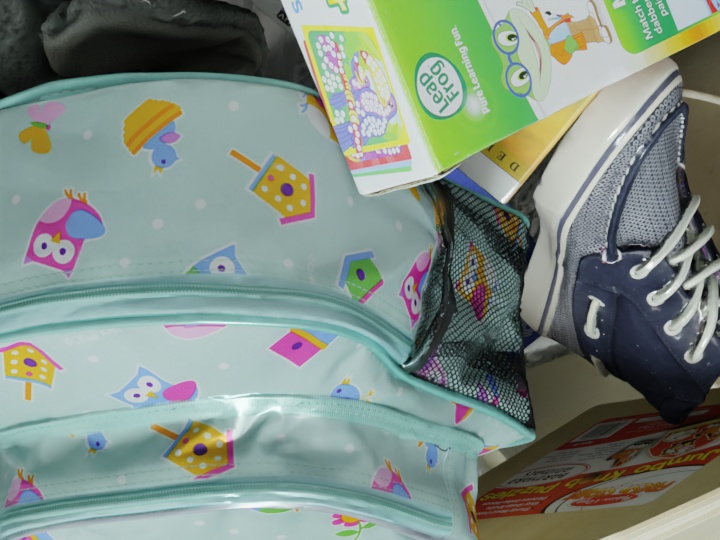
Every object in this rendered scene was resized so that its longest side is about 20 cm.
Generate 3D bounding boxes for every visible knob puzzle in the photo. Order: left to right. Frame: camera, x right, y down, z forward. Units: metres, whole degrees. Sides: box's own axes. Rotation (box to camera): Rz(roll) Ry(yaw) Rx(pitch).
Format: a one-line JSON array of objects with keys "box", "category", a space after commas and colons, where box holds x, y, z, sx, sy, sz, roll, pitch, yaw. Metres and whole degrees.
[{"box": [0.097, 0.099, 0.978, 0.219, 0.220, 0.031, -24, 98, -16], "category": "knob puzzle"}]

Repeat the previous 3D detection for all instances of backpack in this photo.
[{"box": [-0.052, 0.022, 0.766, 0.175, 0.154, 0.200, -9, 152, 26], "category": "backpack"}]

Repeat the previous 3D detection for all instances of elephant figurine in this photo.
[{"box": [-0.095, -0.105, 0.785, 0.200, 0.155, 0.142, 107, 7, -51], "category": "elephant figurine"}]

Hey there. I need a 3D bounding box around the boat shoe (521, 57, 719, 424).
[{"box": [0.120, -0.009, 0.942, 0.075, 0.093, 0.200, -48, 166, -17], "category": "boat shoe"}]

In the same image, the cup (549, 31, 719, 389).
[{"box": [0.201, -0.046, 1.018, 0.143, 0.200, 0.201, -49, 148, -27], "category": "cup"}]

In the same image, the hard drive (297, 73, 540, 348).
[{"box": [0.000, 0.000, 0.994, 0.132, 0.025, 0.200, -37, 141, 2], "category": "hard drive"}]

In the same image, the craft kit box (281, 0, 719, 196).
[{"box": [0.045, -0.150, 0.732, 0.197, 0.201, 0.048, -27, -172, -37], "category": "craft kit box"}]

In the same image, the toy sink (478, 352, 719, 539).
[{"box": [0.095, 0.122, 1.149, 0.199, 0.112, 0.131, -19, 139, -28], "category": "toy sink"}]

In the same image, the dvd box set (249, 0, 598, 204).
[{"box": [0.057, -0.144, 0.838, 0.146, 0.029, 0.200, 39, 104, -6], "category": "dvd box set"}]
